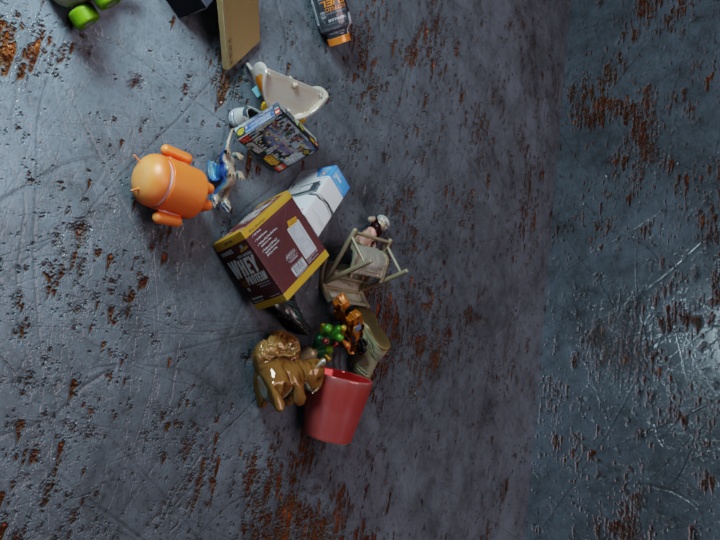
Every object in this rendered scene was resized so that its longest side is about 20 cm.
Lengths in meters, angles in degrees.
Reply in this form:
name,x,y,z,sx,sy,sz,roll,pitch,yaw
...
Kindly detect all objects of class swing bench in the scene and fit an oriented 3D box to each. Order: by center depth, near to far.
name,x,y,z,sx,sy,sz,roll,pitch,yaw
swing bench,0.000,0.000,1.914,0.197,0.199,0.132,12,43,-51

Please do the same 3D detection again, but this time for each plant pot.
name,x,y,z,sx,sy,sz,roll,pitch,yaw
plant pot,-0.074,0.378,1.803,0.198,0.197,0.183,15,87,-51

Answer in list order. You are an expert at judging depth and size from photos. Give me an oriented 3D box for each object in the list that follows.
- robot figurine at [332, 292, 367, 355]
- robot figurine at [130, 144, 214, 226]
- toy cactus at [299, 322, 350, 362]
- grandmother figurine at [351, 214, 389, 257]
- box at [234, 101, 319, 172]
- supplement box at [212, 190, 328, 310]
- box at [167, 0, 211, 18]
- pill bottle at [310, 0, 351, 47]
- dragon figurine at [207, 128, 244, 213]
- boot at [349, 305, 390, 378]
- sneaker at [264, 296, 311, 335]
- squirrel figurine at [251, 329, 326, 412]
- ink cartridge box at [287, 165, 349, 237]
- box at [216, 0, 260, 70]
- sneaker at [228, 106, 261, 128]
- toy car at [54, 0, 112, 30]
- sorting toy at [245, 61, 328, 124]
name,x,y,z,sx,sy,sz,roll,pitch,yaw
robot figurine,-0.035,0.165,1.871,0.057,0.145,0.203,-27,143,-21
robot figurine,-0.413,-0.185,1.401,0.198,0.117,0.146,17,111,-52
toy cactus,-0.109,0.218,1.807,0.163,0.200,0.103,-35,81,-15
grandmother figurine,0.034,-0.120,2.050,0.200,0.059,0.124,-46,152,-46
box,-0.208,-0.333,1.627,0.199,0.134,0.041,32,36,-60
supplement box,-0.221,-0.050,1.606,0.202,0.131,0.198,57,47,-16
box,-0.391,-0.719,1.442,0.201,0.102,0.185,53,49,-39
pill bottle,-0.086,-0.756,1.849,0.106,0.104,0.205,-40,120,-45
dragon figurine,-0.332,-0.245,1.553,0.058,0.098,0.206,9,64,-50
boot,0.007,0.219,1.980,0.071,0.201,0.158,0,131,-37
sneaker,-0.189,0.104,1.731,0.201,0.074,0.081,50,50,-41
squirrel figurine,-0.182,0.249,1.664,0.183,0.141,0.205,-15,85,-31
ink cartridge box,-0.139,-0.183,1.741,0.085,0.142,0.202,56,48,-33
box,-0.292,-0.616,1.552,0.203,0.021,0.165,96,18,-47
sneaker,-0.248,-0.362,1.657,0.198,0.069,0.075,16,77,-52
toy car,-0.510,-0.598,1.261,0.167,0.155,0.201,60,34,-18
sorting toy,-0.213,-0.469,1.633,0.197,0.181,0.108,10,121,-43
